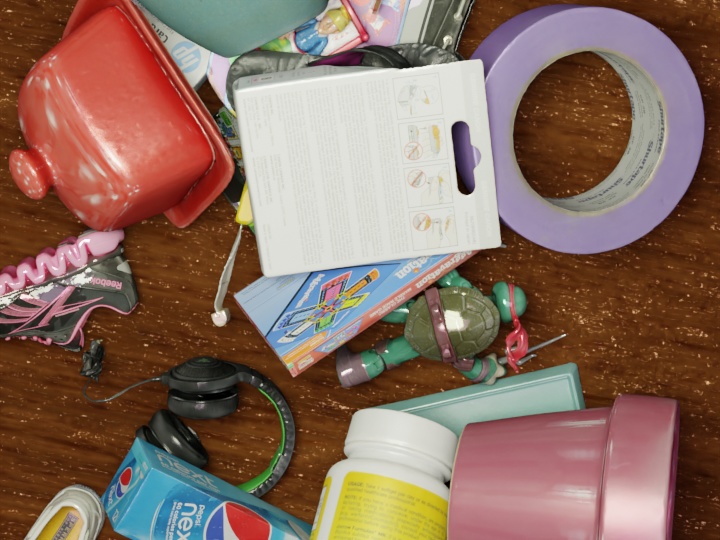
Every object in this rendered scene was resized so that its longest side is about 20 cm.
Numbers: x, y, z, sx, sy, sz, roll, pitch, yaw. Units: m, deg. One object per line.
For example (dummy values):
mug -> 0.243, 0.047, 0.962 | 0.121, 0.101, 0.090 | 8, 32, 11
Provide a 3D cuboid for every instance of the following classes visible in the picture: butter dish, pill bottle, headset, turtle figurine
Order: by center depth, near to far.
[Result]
butter dish -> -0.220, -0.109, 1.360 | 0.147, 0.200, 0.200 | -35, 91, -25
pill bottle -> 0.015, 0.225, 1.376 | 0.113, 0.114, 0.202 | 14, 70, 2
turtle figurine -> 0.070, 0.035, 1.415 | 0.198, 0.101, 0.151 | -12, 96, 7
headset -> -0.154, 0.124, 1.457 | 0.199, 0.094, 0.124 | 26, 98, -14

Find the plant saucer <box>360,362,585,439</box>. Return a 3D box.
plant saucer -> 0.100, 0.136, 1.460 | 0.198, 0.019, 0.071 | -13, 92, 4

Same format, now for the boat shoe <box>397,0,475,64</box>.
boat shoe -> 0.061, -0.174, 1.421 | 0.063, 0.071, 0.202 | 14, 92, 3

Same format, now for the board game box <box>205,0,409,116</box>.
board game box -> -0.042, -0.205, 1.408 | 0.156, 0.039, 0.202 | 14, 96, -5

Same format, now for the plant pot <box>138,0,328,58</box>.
plant pot -> -0.096, -0.249, 1.320 | 0.199, 0.200, 0.136 | -25, 103, 4

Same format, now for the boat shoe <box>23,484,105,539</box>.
boat shoe -> -0.289, 0.284, 1.460 | 0.071, 0.070, 0.201 | 31, 93, 1

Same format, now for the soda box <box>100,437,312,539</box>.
soda box -> -0.117, 0.221, 1.412 | 0.199, 0.068, 0.065 | 30, 95, -25

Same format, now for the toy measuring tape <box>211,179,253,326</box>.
toy measuring tape -> -0.070, -0.042, 1.416 | 0.073, 0.074, 0.202 | 16, 98, 2

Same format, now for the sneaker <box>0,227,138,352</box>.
sneaker -> -0.283, 0.037, 1.454 | 0.198, 0.079, 0.096 | -24, 103, 5

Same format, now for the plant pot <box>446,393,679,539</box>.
plant pot -> 0.169, 0.198, 1.378 | 0.177, 0.200, 0.202 | 4, 93, 14

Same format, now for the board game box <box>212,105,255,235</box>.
board game box -> -0.055, -0.066, 1.456 | 0.104, 0.023, 0.201 | -37, 90, 2

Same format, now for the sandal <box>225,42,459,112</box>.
sandal -> -0.013, -0.151, 1.366 | 0.198, 0.048, 0.076 | -3, 81, 3

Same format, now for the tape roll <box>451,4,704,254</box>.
tape roll -> 0.179, -0.119, 1.387 | 0.198, 0.085, 0.202 | -2, 101, -9

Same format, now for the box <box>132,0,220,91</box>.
box -> -0.140, -0.280, 1.442 | 0.156, 0.041, 0.200 | 42, 95, 0

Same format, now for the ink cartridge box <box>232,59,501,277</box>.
ink cartridge box -> 0.005, -0.086, 1.347 | 0.198, 0.057, 0.164 | -9, 111, -2

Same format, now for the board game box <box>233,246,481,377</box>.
board game box -> 0.000, 0.000, 1.393 | 0.199, 0.103, 0.020 | -33, 135, -9
